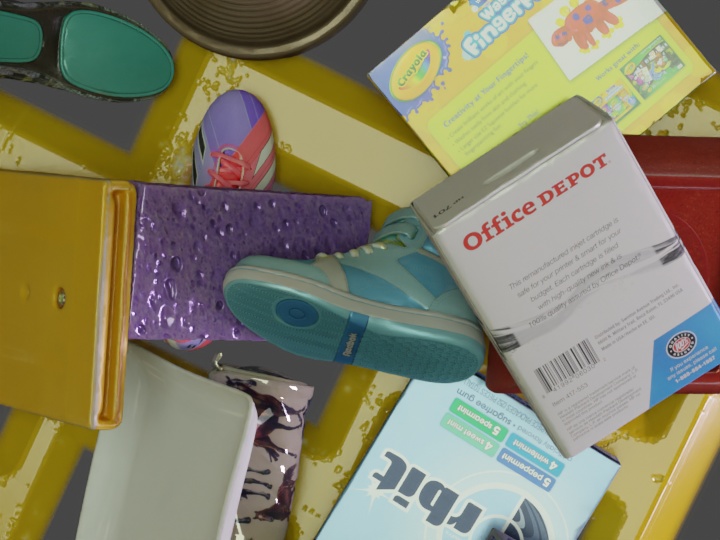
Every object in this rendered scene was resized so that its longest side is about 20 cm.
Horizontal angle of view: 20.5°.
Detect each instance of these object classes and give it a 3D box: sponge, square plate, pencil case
[{"bbox_3d":[-0.085,-0.005,1.465,0.199,0.030,0.113,3,96,-34],"label":"sponge"},{"bbox_3d":[-0.144,0.170,1.475,0.028,0.198,0.202,11,94,-36],"label":"square plate"},{"bbox_3d":[-0.094,0.164,1.503,0.089,0.078,0.202,9,95,-24],"label":"pencil case"}]

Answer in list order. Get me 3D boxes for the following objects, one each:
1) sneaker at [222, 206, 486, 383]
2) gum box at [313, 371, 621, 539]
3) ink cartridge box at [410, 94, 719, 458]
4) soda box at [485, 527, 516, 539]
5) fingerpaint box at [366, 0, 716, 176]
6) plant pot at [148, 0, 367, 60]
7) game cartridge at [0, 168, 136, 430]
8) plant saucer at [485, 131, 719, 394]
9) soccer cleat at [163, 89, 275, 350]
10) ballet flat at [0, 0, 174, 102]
[{"bbox_3d":[0.000,0.000,1.468,0.199,0.080,0.131,17,54,-12],"label":"sneaker"},{"bbox_3d":[0.074,0.185,1.510,0.169,0.045,0.201,31,94,2],"label":"gum box"},{"bbox_3d":[0.148,0.004,1.378,0.146,0.086,0.201,-32,109,1],"label":"ink cartridge box"},{"bbox_3d":[0.169,0.270,1.466,0.199,0.068,0.064,31,94,-18],"label":"soda box"},{"bbox_3d":[0.132,-0.145,1.475,0.200,0.073,0.167,-41,91,4],"label":"fingerpaint box"},{"bbox_3d":[-0.081,-0.258,1.476,0.199,0.093,0.203,0,93,5],"label":"plant pot"},{"bbox_3d":[-0.234,0.016,1.466,0.032,0.199,0.178,2,94,-38],"label":"game cartridge"},{"bbox_3d":[0.198,0.002,1.452,0.198,0.037,0.201,1,108,-9],"label":"plant saucer"},{"bbox_3d":[-0.110,-0.037,1.496,0.066,0.076,0.202,16,94,3],"label":"soccer cleat"},{"bbox_3d":[-0.238,-0.172,1.495,0.199,0.072,0.073,9,94,-30],"label":"ballet flat"}]
